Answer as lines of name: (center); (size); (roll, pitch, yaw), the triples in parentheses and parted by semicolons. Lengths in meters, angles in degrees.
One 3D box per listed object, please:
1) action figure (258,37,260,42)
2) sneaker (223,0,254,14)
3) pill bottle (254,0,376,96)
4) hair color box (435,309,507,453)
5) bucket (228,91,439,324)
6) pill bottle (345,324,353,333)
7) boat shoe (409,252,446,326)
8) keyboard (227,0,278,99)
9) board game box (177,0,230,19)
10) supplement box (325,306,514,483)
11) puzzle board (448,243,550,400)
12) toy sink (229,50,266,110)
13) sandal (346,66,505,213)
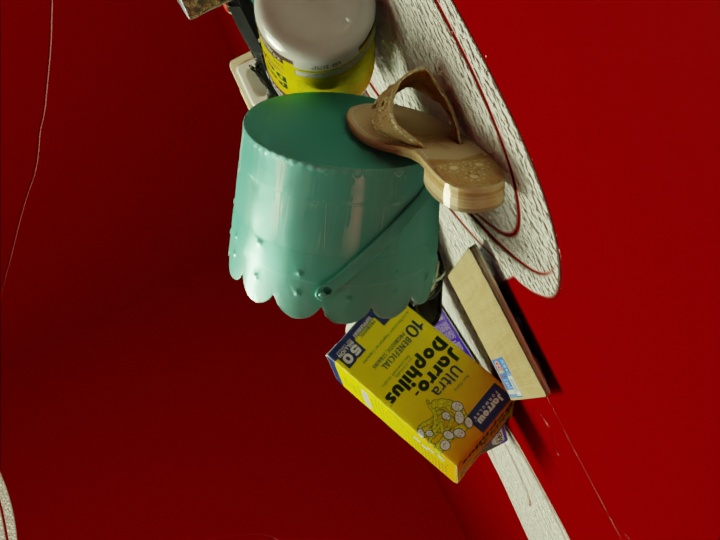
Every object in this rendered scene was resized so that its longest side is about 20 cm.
action figure: (-0.093, -0.307, 1.243); (0.066, 0.098, 0.200); (64, 173, -4)
sneaker: (-0.155, -0.400, 1.439); (0.201, 0.092, 0.071); (61, 175, 34)
pill bottle: (-0.039, -0.216, 1.002); (0.110, 0.108, 0.200); (63, 176, 9)
hair color box: (0.119, 0.137, 1.409); (0.201, 0.064, 0.110); (-117, 5, -46)
bucket: (-0.019, -0.063, 0.932); (0.208, 0.204, 0.136); (-122, 34, -54)
pill bottle: (0.041, 0.132, 1.978); (0.202, 0.111, 0.113); (62, 175, 26)
boat shoe: (0.071, -0.001, 1.235); (0.063, 0.071, 0.201); (38, 160, 24)
keyboard: (-0.121, -0.259, 1.237); (0.200, 0.020, 0.129); (59, -165, -67)
board game box: (-0.135, -0.351, 1.057); (0.098, 0.158, 0.200); (67, 174, -32)
supplement box: (0.072, 0.136, 1.250); (0.199, 0.109, 0.110); (39, 168, 17)
puzzle board: (0.137, 0.056, 1.057); (0.152, 0.017, 0.200); (63, 176, 7)
toy sink: (-0.133, -0.287, 1.687); (0.132, 0.111, 0.200); (64, 176, -1)
sandal: (0.052, -0.122, 0.833); (0.212, 0.077, 0.070); (-131, 34, -52)
